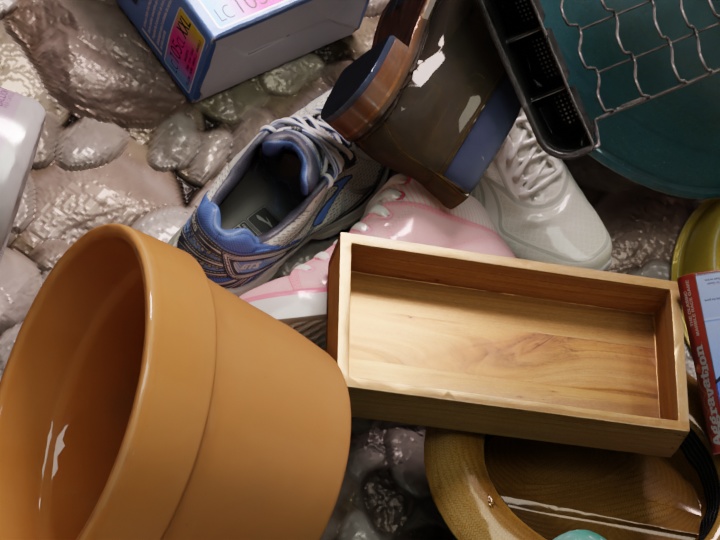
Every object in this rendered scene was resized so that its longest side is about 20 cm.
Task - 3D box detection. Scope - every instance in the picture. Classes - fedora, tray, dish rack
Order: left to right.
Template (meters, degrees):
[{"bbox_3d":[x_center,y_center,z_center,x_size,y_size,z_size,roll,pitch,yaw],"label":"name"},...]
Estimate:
[{"bbox_3d":[0.081,0.043,1.367,0.200,0.037,0.099,9,56,-12],"label":"tray"},{"bbox_3d":[0.126,0.129,1.398,0.200,0.082,0.201,7,57,-11],"label":"fedora"},{"bbox_3d":[0.172,-0.170,1.408,0.200,0.055,0.154,-22,98,14],"label":"dish rack"}]

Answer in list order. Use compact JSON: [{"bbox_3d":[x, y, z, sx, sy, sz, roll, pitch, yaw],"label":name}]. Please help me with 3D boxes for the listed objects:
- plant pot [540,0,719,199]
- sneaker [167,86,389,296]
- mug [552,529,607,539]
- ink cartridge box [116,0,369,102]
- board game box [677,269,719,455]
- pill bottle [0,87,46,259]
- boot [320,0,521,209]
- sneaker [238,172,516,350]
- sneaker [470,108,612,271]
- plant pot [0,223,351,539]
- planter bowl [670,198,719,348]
[{"bbox_3d":[0.216,-0.180,1.521,0.200,0.188,0.200,21,40,-19],"label":"plant pot"},{"bbox_3d":[-0.035,-0.056,1.458,0.077,0.085,0.200,37,55,7],"label":"sneaker"},{"bbox_3d":[0.059,0.228,1.263,0.185,0.114,0.152,-13,53,20],"label":"mug"},{"bbox_3d":[-0.102,-0.220,1.547,0.136,0.076,0.200,-26,69,-30],"label":"ink cartridge box"},{"bbox_3d":[0.275,0.042,1.430,0.200,0.019,0.103,-7,82,-33],"label":"board game box"},{"bbox_3d":[-0.286,-0.072,1.371,0.200,0.112,0.112,18,55,-7],"label":"pill bottle"},{"bbox_3d":[0.059,-0.129,1.469,0.097,0.075,0.200,42,58,-14],"label":"boot"},{"bbox_3d":[0.000,0.000,1.444,0.200,0.075,0.105,-6,59,-25],"label":"sneaker"},{"bbox_3d":[0.084,-0.075,1.513,0.075,0.081,0.200,-33,75,-33],"label":"sneaker"},{"bbox_3d":[-0.097,0.090,1.294,0.140,0.200,0.200,18,54,-26],"label":"plant pot"},{"bbox_3d":[0.302,0.004,1.531,0.200,0.083,0.201,9,57,-14],"label":"planter bowl"}]
